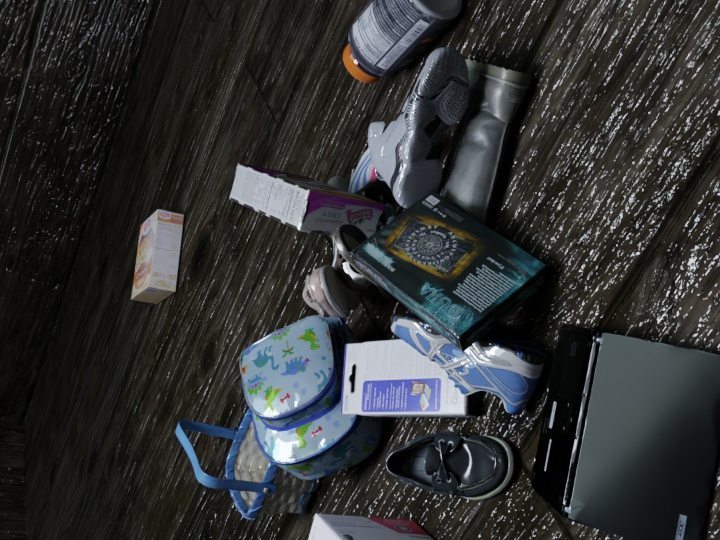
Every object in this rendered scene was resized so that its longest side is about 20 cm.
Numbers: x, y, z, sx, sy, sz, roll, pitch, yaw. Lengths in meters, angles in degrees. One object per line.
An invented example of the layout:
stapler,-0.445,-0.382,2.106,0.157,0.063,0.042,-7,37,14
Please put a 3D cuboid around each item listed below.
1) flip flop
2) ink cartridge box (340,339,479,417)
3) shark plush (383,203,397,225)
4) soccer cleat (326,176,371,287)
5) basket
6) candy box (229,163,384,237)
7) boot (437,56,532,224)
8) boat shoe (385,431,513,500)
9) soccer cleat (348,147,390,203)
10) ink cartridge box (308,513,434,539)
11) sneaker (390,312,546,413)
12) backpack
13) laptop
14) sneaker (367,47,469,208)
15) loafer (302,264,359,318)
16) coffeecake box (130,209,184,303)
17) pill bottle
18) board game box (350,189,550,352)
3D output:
flip flop,0.000,0.000,1.197,0.057,0.200,0.081,-27,71,5
ink cartridge box,0.060,0.134,1.119,0.199,0.037,0.095,-7,73,39
shark plush,0.075,-0.031,1.222,0.083,0.091,0.200,-43,22,10
soccer cleat,-0.014,-0.057,1.365,0.085,0.068,0.201,-26,60,45
basket,-0.173,0.288,1.370,0.176,0.199,0.140,41,116,57
candy box,-0.081,-0.100,1.297,0.200,0.136,0.061,26,104,49
boot,0.132,-0.166,1.142,0.182,0.072,0.201,-137,56,-60
boat shoe,0.096,0.224,1.045,0.199,0.066,0.075,-10,70,60
soccer cleat,0.037,-0.160,1.297,0.200,0.070,0.087,-39,47,50
ink cartridge box,0.040,0.359,1.013,0.200,0.144,0.085,25,102,61
sneaker,0.111,0.097,1.014,0.199,0.076,0.077,20,108,40
backpack,-0.074,0.176,1.247,0.182,0.147,0.201,-26,54,10
laptop,0.248,0.151,0.855,0.200,0.103,0.178,156,125,-87
sneaker,0.065,-0.187,1.120,0.115,0.075,0.201,44,125,53
loafer,-0.048,0.037,1.221,0.200,0.063,0.072,15,-123,-79
coffeecake box,-0.509,-0.033,2.249,0.153,0.073,0.201,-26,57,57
pill bottle,0.051,-0.356,1.310,0.200,0.106,0.107,-35,50,52
board game box,0.098,-0.006,1.026,0.200,0.135,0.028,39,159,41
